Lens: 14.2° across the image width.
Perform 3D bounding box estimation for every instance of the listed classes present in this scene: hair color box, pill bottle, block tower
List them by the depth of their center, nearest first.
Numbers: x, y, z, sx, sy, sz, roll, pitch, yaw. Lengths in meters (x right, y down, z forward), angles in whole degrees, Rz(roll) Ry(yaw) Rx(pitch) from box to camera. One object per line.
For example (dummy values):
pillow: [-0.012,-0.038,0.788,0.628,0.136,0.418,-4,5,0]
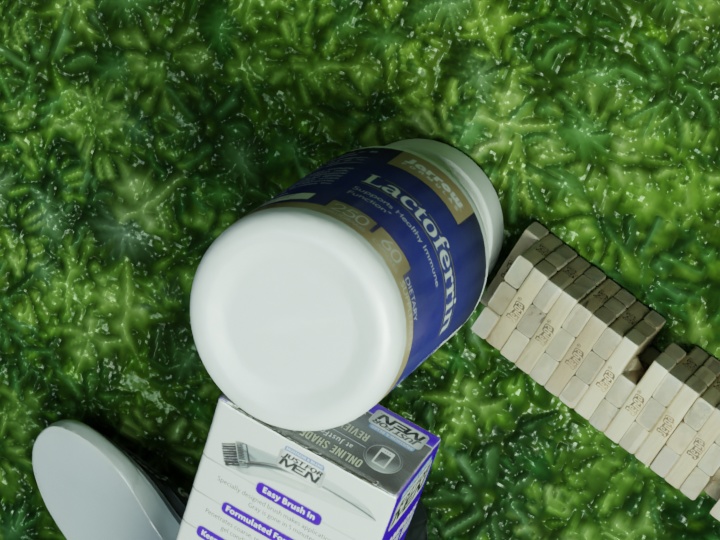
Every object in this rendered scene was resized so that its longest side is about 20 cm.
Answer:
pill bottle: [0.000,0.000,1.506,0.115,0.200,0.116,7,109,20]
block tower: [0.151,0.060,1.541,0.200,0.058,0.054,38,115,10]
hair color box: [-0.040,0.151,1.555,0.109,0.065,0.200,29,130,12]

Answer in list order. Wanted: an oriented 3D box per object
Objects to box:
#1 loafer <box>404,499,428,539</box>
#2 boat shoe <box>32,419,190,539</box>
loafer: [0.016,0.190,1.638,0.072,0.073,0.201,-8,105,51]
boat shoe: [-0.109,0.161,1.681,0.200,0.057,0.069,46,126,5]
